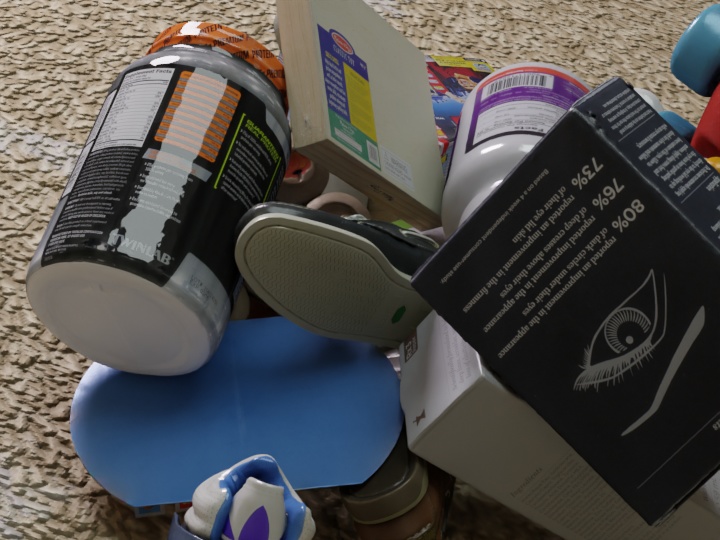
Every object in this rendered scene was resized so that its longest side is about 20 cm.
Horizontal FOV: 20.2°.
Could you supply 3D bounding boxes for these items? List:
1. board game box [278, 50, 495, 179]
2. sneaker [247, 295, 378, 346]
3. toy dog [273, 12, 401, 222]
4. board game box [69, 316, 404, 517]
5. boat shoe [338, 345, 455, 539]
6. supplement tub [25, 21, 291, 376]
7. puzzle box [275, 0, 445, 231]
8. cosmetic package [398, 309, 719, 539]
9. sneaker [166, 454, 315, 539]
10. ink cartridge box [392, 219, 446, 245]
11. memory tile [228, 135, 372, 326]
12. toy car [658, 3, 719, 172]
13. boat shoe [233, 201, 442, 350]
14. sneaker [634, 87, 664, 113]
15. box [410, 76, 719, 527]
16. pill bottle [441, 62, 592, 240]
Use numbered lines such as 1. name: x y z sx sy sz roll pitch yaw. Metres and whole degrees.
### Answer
1. board game box: 0.049 -0.114 1.689 0.199 0.062 0.200 1 31 -24
2. sneaker: -0.066 0.027 1.352 0.200 0.072 0.080 31 -8 0
3. toy dog: -0.032 -0.086 1.451 0.200 0.132 0.096 58 9 -6
4. board game box: -0.073 0.094 1.218 0.199 0.039 0.158 -5 38 -6
5. boat shoe: 0.022 0.112 1.242 0.072 0.068 0.200 -17 26 17
6. supplement tub: -0.115 -0.047 1.231 0.122 0.123 0.201 16 57 5
7. puzzle box: 0.002 -0.115 1.340 0.025 0.134 0.200 -15 -21 21
8. cosmetic package: 0.122 0.099 1.214 0.200 0.074 0.102 32 27 -24
9. sneaker: -0.072 0.175 0.984 0.080 0.147 0.200 14 27 1
10. ink cartridge box: 0.115 0.038 1.416 0.147 0.076 0.200 -14 43 -43
11. memory tile: -0.075 0.009 1.296 0.200 0.017 0.154 -31 76 -20
12. toy car: 0.235 -0.049 1.322 0.184 0.177 0.200 40 40 22
13. boat shoe: 0.000 0.000 1.228 0.199 0.072 0.068 20 31 -37
14. sneaker: 0.174 -0.073 1.530 0.080 0.200 0.077 -6 63 -37
15. box: 0.155 0.016 1.140 0.200 0.148 0.104 46 26 5
16. pill bottle: 0.113 -0.056 1.382 0.111 0.112 0.200 14 29 1
